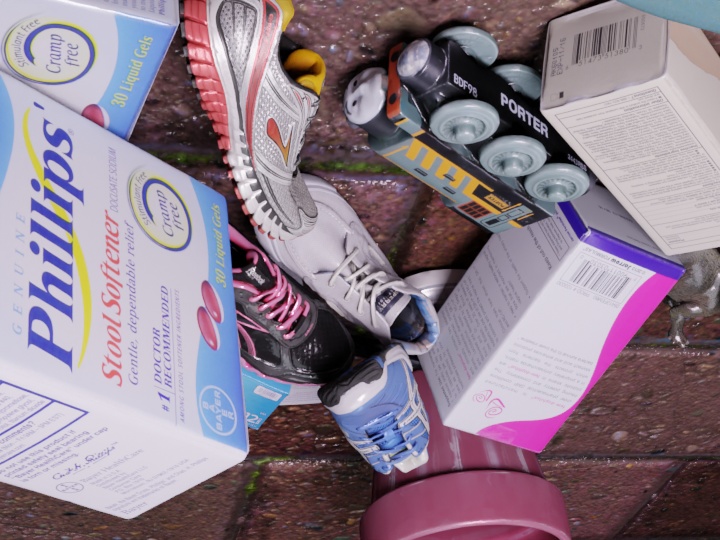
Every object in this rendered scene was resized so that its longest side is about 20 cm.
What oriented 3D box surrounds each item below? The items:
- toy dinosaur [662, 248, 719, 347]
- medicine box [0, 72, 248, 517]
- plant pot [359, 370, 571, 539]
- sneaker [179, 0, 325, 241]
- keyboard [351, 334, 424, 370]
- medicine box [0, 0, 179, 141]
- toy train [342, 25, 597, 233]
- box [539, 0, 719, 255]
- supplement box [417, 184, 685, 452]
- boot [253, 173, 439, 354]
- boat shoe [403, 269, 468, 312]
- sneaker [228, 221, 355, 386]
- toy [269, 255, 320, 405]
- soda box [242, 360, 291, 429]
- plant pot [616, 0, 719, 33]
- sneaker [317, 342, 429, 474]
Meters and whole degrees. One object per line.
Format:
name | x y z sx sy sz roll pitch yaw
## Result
toy dinosaur | 0.266 0.000 1.124 0.199 0.077 0.102 31 130 -7
medicine box | -0.171 0.016 0.742 0.103 0.183 0.199 -29 143 29
plant pot | 0.091 0.198 1.279 0.198 0.180 0.201 -6 148 -4
sneaker | -0.056 -0.099 0.871 0.081 0.078 0.201 -16 135 1
keyboard | 0.038 0.075 1.171 0.199 0.021 0.127 17 173 -44
medicine box | -0.227 -0.139 0.770 0.198 0.104 0.182 8 144 -24
toy train | 0.079 -0.093 0.928 0.113 0.086 0.199 -22 146 38
box | 0.212 -0.096 0.916 0.094 0.078 0.200 -12 145 33
supplement box | 0.143 0.032 1.049 0.101 0.104 0.201 20 118 -28
boot | 0.000 0.000 1.018 0.074 0.095 0.200 -52 146 -1
boat shoe | 0.112 0.056 1.167 0.199 0.069 0.072 22 137 -38
sneaker | -0.079 0.017 0.982 0.200 0.079 0.095 38 160 -14
toy | -0.098 0.043 1.125 0.114 0.048 0.201 -3 142 3
soda box | -0.149 0.047 1.044 0.199 0.068 0.064 26 137 -15
plant pot | 0.169 -0.223 0.694 0.198 0.142 0.142 8 145 -10
sneaker | 0.021 0.110 1.026 0.075 0.077 0.200 -30 165 5
